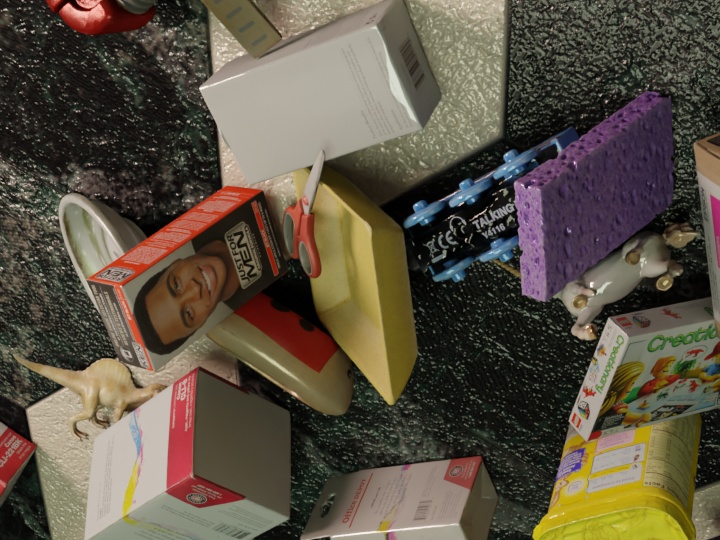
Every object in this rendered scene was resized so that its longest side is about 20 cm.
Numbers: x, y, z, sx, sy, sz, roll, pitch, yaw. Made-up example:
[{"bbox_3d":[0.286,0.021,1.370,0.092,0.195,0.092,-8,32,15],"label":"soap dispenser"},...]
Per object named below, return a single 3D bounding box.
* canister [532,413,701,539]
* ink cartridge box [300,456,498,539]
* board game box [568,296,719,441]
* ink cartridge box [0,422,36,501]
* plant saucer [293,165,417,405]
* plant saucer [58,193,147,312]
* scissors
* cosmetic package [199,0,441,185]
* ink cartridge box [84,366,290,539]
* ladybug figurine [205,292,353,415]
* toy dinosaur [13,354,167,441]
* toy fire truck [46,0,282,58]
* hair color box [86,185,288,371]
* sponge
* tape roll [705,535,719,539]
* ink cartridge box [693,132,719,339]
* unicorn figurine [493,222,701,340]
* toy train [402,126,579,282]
[{"bbox_3d":[0.262,0.210,1.249,0.148,0.200,0.087,-22,111,29],"label":"canister"},{"bbox_3d":[0.044,0.280,1.421,0.199,0.117,0.068,-11,117,26],"label":"ink cartridge box"},{"bbox_3d":[0.298,0.086,1.184,0.035,0.199,0.127,51,140,42],"label":"board game box"},{"bbox_3d":[-0.540,0.234,1.617,0.200,0.084,0.144,35,126,-5],"label":"ink cartridge box"},{"bbox_3d":[0.000,0.000,1.250,0.048,0.200,0.201,-18,121,-18],"label":"plant saucer"},{"bbox_3d":[-0.254,0.000,1.361,0.200,0.050,0.201,42,150,32],"label":"plant saucer"},{"bbox_3d":[-0.058,-0.068,1.250,0.073,0.014,0.200,57,158,33],"label":"scissors"},{"bbox_3d":[-0.038,-0.168,1.196,0.199,0.081,0.113,-13,115,27],"label":"cosmetic package"},{"bbox_3d":[-0.197,0.234,1.434,0.200,0.145,0.145,-33,132,32],"label":"ink cartridge box"},{"bbox_3d":[-0.088,0.079,1.351,0.200,0.136,0.072,33,81,0],"label":"ladybug figurine"},{"bbox_3d":[-0.317,0.150,1.517,0.199,0.058,0.102,13,109,2],"label":"toy dinosaur"},{"bbox_3d":[-0.184,-0.266,1.158,0.176,0.129,0.200,-35,85,33],"label":"toy fire truck"},{"bbox_3d":[-0.169,0.004,1.271,0.061,0.200,0.102,10,127,42],"label":"hair color box"},{"bbox_3d":[0.209,-0.068,1.106,0.030,0.200,0.112,20,132,40],"label":"sponge"},{"bbox_3d":[0.422,0.361,1.286,0.085,0.200,0.200,-28,108,31],"label":"tape roll"},{"bbox_3d":[0.384,-0.038,1.086,0.164,0.075,0.201,-19,117,-9],"label":"ink cartridge box"},{"bbox_3d":[0.226,0.009,1.196,0.199,0.137,0.074,-18,103,12],"label":"unicorn figurine"},{"bbox_3d":[0.129,-0.057,1.183,0.200,0.114,0.087,-28,92,32],"label":"toy train"}]
